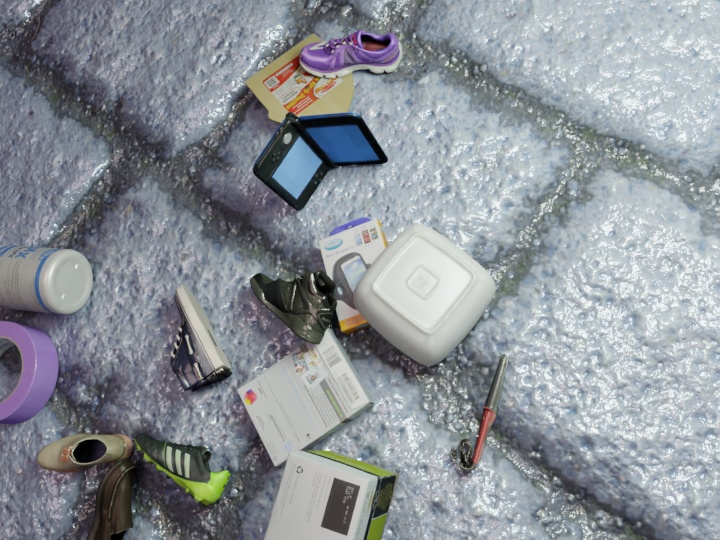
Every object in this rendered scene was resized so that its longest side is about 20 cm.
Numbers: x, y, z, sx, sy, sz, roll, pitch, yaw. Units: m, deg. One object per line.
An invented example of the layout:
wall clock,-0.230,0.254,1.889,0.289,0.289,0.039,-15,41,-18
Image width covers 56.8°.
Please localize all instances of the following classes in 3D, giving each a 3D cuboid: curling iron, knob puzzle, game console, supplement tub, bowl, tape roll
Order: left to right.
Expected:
tape roll,-0.716,0.207,1.351,0.199,0.066,0.202,-4,75,17
supplement tub,-0.661,0.017,1.348,0.199,0.132,0.133,4,77,18
knob puzzle,-0.098,-0.350,1.313,0.218,0.030,0.221,-1,70,4
game console,-0.064,-0.184,1.163,0.118,0.200,0.171,32,87,23
bowl,0.103,0.030,1.101,0.199,0.075,0.200,39,80,15
curling iron,0.197,0.228,1.070,0.049,0.026,0.201,22,83,19

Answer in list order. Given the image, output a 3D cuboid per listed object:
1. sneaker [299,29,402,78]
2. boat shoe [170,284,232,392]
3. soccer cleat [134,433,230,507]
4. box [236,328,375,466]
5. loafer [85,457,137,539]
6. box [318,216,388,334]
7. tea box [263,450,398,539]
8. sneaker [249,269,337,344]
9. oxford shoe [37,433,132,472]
sneaker,-0.021,-0.427,1.273,0.199,0.083,0.081,-4,70,7
boat shoe,-0.322,0.129,1.237,0.092,0.075,0.201,-31,69,0
soccer cleat,-0.319,0.340,1.194,0.199,0.068,0.081,28,68,21
box,-0.097,0.220,1.160,0.200,0.041,0.156,-35,67,5
loafer,-0.434,0.440,1.200,0.071,0.073,0.201,13,88,15
box,0.000,0.000,1.188,0.118,0.041,0.201,-20,73,12
tea box,-0.046,0.391,1.012,0.133,0.197,0.201,13,79,20
sneaker,-0.112,0.036,1.179,0.199,0.076,0.115,34,92,41
oxford shoe,-0.532,0.337,1.250,0.199,0.074,0.071,-14,72,14
